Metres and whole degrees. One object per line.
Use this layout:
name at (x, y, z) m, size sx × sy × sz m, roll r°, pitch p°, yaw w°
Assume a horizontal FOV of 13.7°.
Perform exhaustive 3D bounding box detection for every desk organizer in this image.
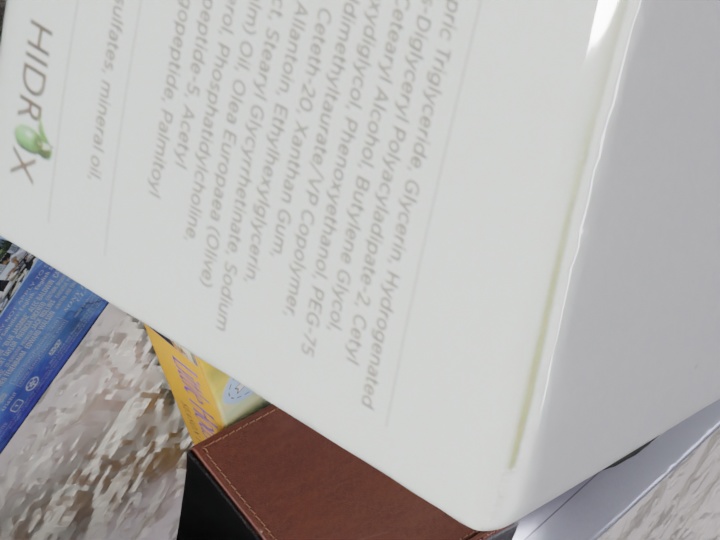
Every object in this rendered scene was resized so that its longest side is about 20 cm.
desk organizer at (-0.057, 0.111, 0.900) m, size 0.200 × 0.077 × 0.072 m, roll -27°, pitch 151°, yaw -26°

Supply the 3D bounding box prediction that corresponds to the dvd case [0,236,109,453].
dvd case at (-0.129, 0.012, 0.753) m, size 0.143 × 0.018 × 0.200 m, roll -54°, pitch 157°, yaw 4°

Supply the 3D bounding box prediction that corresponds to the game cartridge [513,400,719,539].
game cartridge at (0.087, 0.071, 1.113) m, size 0.200 × 0.042 × 0.133 m, roll -43°, pitch -177°, yaw 7°

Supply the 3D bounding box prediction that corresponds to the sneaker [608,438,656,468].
sneaker at (0.110, -0.010, 1.048) m, size 0.116 × 0.075 × 0.201 m, roll 75°, pitch 37°, yaw -70°

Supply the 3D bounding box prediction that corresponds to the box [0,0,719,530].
box at (0.043, -0.084, 0.716) m, size 0.199 × 0.171 × 0.201 m, roll -24°, pitch 136°, yaw -47°

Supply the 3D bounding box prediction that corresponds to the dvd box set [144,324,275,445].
dvd box set at (0.000, 0.000, 0.954) m, size 0.146 × 0.029 × 0.200 m, roll -45°, pitch 156°, yaw -16°
